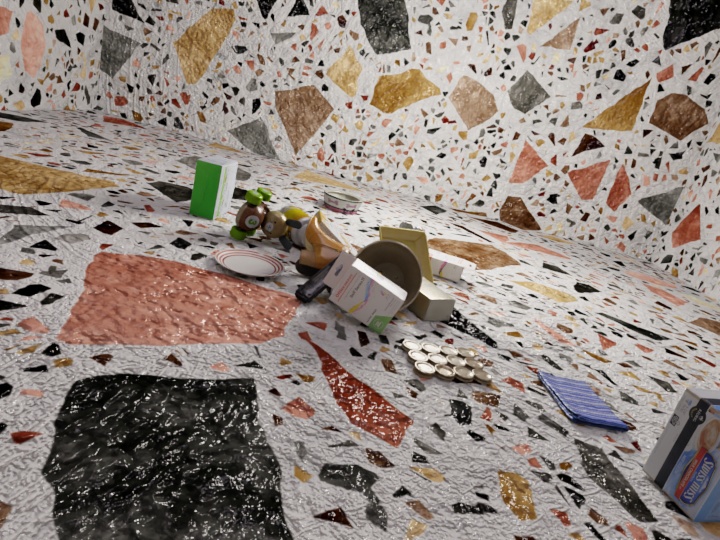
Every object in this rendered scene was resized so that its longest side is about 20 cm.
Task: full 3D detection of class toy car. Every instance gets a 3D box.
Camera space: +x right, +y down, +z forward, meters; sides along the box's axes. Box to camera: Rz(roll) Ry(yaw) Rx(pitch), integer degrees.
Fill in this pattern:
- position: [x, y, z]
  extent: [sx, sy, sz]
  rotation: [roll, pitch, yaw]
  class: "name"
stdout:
- position: [-0.301, -0.154, 1.692]
  extent: [0.200, 0.164, 0.158]
  rotation: [30, 19, 3]
  class: "toy car"

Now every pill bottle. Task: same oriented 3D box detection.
- position: [-0.217, -0.153, 1.805]
  extent: [0.109, 0.109, 0.200]
  rotation: [2, 22, -35]
  class: "pill bottle"

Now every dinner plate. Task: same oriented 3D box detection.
- position: [-0.318, -0.017, 1.461]
  extent: [0.200, 0.024, 0.200]
  rotation: [14, 17, -5]
  class: "dinner plate"

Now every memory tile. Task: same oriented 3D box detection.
- position: [0.203, 0.218, 1.208]
  extent: [0.200, 0.017, 0.153]
  rotation: [10, 19, -17]
  class: "memory tile"

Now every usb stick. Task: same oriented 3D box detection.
- position: [-0.095, 0.019, 1.387]
  extent: [0.055, 0.033, 0.200]
  rotation: [30, 52, 26]
  class: "usb stick"

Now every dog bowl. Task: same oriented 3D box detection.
- position: [-0.091, -0.336, 2.511]
  extent: [0.200, 0.074, 0.200]
  rotation: [15, 18, -5]
  class: "dog bowl"

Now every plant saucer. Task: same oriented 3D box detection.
- position: [0.146, -0.043, 1.735]
  extent: [0.200, 0.200, 0.048]
  rotation: [5, -20, -32]
  class: "plant saucer"

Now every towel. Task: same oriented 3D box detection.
- position: [0.521, 0.304, 1.203]
  extent: [0.145, 0.024, 0.200]
  rotation: [13, 18, -10]
  class: "towel"

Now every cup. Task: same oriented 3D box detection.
- position: [0.073, 0.022, 1.448]
  extent: [0.200, 0.201, 0.143]
  rotation: [17, -3, 5]
  class: "cup"

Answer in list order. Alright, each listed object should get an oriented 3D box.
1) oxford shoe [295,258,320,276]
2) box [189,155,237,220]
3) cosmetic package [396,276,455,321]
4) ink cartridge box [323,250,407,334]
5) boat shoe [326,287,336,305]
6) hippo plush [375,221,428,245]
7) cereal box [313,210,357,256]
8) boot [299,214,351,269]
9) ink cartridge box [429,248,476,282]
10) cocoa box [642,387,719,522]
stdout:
- position: [-0.121, -0.012, 1.575]
  extent: [0.200, 0.071, 0.071]
  rotation: [-3, -5, -37]
  class: "oxford shoe"
- position: [-0.530, -0.304, 1.851]
  extent: [0.097, 0.200, 0.177]
  rotation: [15, 19, 0]
  class: "box"
- position: [0.179, 0.074, 1.523]
  extent: [0.105, 0.071, 0.200]
  rotation: [3, 22, -34]
  class: "cosmetic package"
- position: [0.003, 0.053, 1.285]
  extent: [0.200, 0.117, 0.067]
  rotation: [34, 22, 2]
  class: "ink cartridge box"
- position: [-0.061, 0.044, 1.433]
  extent: [0.066, 0.070, 0.200]
  rotation: [-9, 23, 18]
  class: "boat shoe"
- position: [0.147, -0.077, 1.880]
  extent: [0.159, 0.200, 0.161]
  rotation: [39, -14, -17]
  class: "hippo plush"
- position: [-0.082, -0.108, 1.736]
  extent: [0.200, 0.040, 0.144]
  rotation: [46, 9, -21]
  class: "cereal box"
- position: [-0.097, -0.080, 1.523]
  extent: [0.144, 0.071, 0.201]
  rotation: [8, 49, -2]
  class: "boot"
- position: [0.328, -0.015, 1.917]
  extent: [0.200, 0.068, 0.116]
  rotation: [18, 19, 13]
  class: "ink cartridge box"
- position: [0.649, 0.337, 0.928]
  extent: [0.133, 0.200, 0.131]
  rotation: [10, 20, -17]
  class: "cocoa box"
